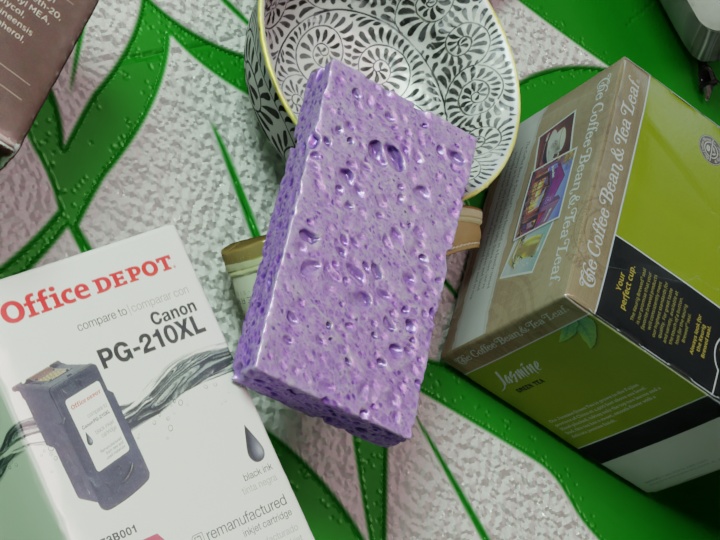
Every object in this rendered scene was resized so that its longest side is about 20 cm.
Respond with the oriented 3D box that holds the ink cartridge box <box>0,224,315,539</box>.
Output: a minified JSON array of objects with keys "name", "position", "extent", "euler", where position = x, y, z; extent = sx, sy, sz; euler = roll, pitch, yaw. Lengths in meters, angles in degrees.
[{"name":"ink cartridge box","position":[-0.134,0.093,1.026],"extent":[0.144,0.084,0.201],"euler":[-20,84,-41]}]

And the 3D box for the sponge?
[{"name":"sponge","position":[-0.001,-0.010,1.091],"extent":[0.111,0.030,0.201],"euler":[27,61,-28]}]

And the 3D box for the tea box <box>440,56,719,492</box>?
[{"name":"tea box","position":[0.185,0.006,1.273],"extent":[0.196,0.133,0.201],"euler":[34,53,-21]}]

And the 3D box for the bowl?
[{"name":"bowl","position":[-0.004,-0.119,1.211],"extent":[0.200,0.094,0.202],"euler":[15,63,-32]}]

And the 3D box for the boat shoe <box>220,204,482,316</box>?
[{"name":"boat shoe","position":[0.000,0.000,1.185],"extent":[0.199,0.074,0.067],"euler":[-12,91,-39]}]

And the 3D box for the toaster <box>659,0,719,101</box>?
[{"name":"toaster","position":[0.294,-0.265,1.434],"extent":[0.201,0.180,0.119],"euler":[62,5,7]}]

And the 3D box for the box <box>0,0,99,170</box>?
[{"name":"box","position":[-0.239,-0.147,0.999],"extent":[0.164,0.166,0.201],"euler":[35,54,-19]}]
